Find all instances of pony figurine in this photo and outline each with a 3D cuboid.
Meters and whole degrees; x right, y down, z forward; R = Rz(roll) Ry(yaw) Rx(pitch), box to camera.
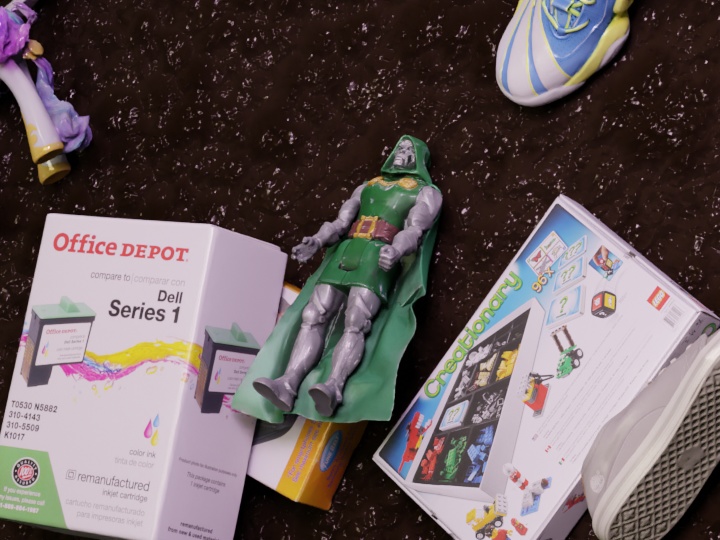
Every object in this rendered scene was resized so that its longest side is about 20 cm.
[{"bbox_3d":[-0.259,-0.155,1.888,0.193,0.166,0.201,-32,76,32],"label":"pony figurine"}]

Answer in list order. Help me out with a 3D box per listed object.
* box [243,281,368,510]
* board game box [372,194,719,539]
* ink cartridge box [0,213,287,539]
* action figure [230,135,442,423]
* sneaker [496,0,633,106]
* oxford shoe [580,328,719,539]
[{"bbox_3d":[-0.078,0.059,1.755,0.200,0.041,0.119,25,92,34],"label":"box"},{"bbox_3d":[0.108,0.072,1.625,0.126,0.035,0.200,42,102,35],"label":"board game box"},{"bbox_3d":[-0.141,0.070,1.720,0.144,0.084,0.201,5,79,36],"label":"ink cartridge box"},{"bbox_3d":[0.000,0.000,1.680,0.118,0.055,0.200,5,55,31],"label":"action figure"},{"bbox_3d":[0.132,-0.192,1.638,0.200,0.105,0.076,-53,55,11],"label":"sneaker"},{"bbox_3d":[0.191,0.070,1.549,0.200,0.075,0.058,-52,41,13],"label":"oxford shoe"}]
